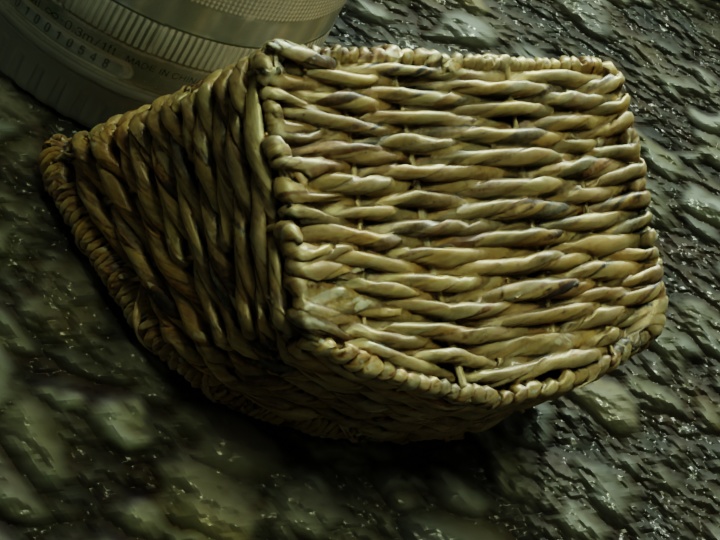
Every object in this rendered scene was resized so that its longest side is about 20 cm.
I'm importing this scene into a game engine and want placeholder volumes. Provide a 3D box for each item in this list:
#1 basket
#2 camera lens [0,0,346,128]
[{"bbox_3d":[0.000,0.000,1.128,0.200,0.149,0.143,-1,77,-43],"label":"basket"},{"bbox_3d":[-0.062,-0.169,1.177,0.160,0.200,0.160,23,31,-15],"label":"camera lens"}]
